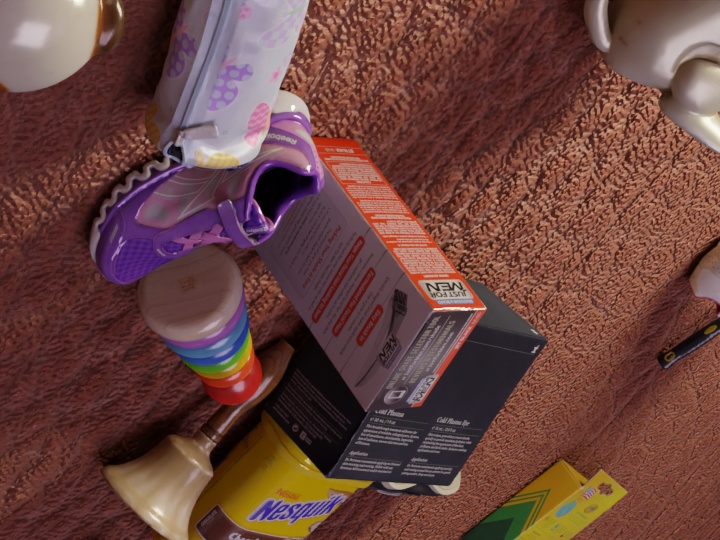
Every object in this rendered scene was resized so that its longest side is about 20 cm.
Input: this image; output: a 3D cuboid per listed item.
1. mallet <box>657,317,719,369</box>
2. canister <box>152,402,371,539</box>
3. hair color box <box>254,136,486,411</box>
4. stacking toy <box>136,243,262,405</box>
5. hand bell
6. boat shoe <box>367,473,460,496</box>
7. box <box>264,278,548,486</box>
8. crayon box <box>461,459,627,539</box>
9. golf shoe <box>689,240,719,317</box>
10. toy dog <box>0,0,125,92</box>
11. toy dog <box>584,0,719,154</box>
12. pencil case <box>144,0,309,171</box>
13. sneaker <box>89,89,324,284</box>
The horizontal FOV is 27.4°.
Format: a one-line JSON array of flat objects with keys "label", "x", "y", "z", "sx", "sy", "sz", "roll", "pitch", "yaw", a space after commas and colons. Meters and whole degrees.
[{"label": "mallet", "x": 0.440, "y": 0.049, "z": 1.771, "sx": 0.200, "sy": 0.066, "sz": 0.041, "roll": -29, "pitch": 158, "yaw": 17}, {"label": "canister", "x": -0.092, "y": 0.224, "z": 1.463, "sx": 0.200, "sy": 0.087, "sz": 0.148, "roll": -45, "pitch": 145, "yaw": 17}, {"label": "hair color box", "x": 0.000, "y": 0.000, "z": 1.156, "sx": 0.064, "sy": 0.200, "sz": 0.111, "roll": -1, "pitch": 134, "yaw": -41}, {"label": "stacking toy", "x": -0.121, "y": 0.056, "z": 1.239, "sx": 0.085, "sy": 0.085, "sz": 0.200, "roll": -31, "pitch": 152, "yaw": -7}, {"label": "hand bell", "x": -0.132, "y": 0.142, "z": 1.346, "sx": 0.200, "sy": 0.104, "sz": 0.104, "roll": -48, "pitch": 147, "yaw": -4}, {"label": "boat shoe", "x": 0.050, "y": 0.210, "z": 1.608, "sx": 0.068, "sy": 0.072, "sz": 0.200, "roll": -9, "pitch": 167, "yaw": 30}, {"label": "box", "x": 0.046, "y": 0.097, "z": 1.382, "sx": 0.200, "sy": 0.104, "sz": 0.182, "roll": 15, "pitch": 113, "yaw": -51}, {"label": "crayon box", "x": 0.240, "y": 0.318, "z": 1.908, "sx": 0.200, "sy": 0.051, "sz": 0.127, "roll": -39, "pitch": 147, "yaw": 6}, {"label": "golf shoe", "x": 0.462, "y": 0.035, "z": 1.688, "sx": 0.200, "sy": 0.075, "sz": 0.092, "roll": 36, "pitch": 124, "yaw": -18}, {"label": "toy dog", "x": -0.187, "y": -0.189, "z": 0.771, "sx": 0.139, "sy": 0.194, "sz": 0.200, "roll": -33, "pitch": 143, "yaw": -26}, {"label": "toy dog", "x": 0.298, "y": -0.232, "z": 1.207, "sx": 0.194, "sy": 0.140, "sz": 0.200, "roll": 32, "pitch": 115, "yaw": -16}, {"label": "pencil case", "x": -0.085, "y": -0.162, "z": 0.983, "sx": 0.091, "sy": 0.083, "sz": 0.200, "roll": -33, "pitch": 154, "yaw": -48}, {"label": "sneaker", "x": -0.109, "y": -0.048, "z": 1.103, "sx": 0.200, "sy": 0.089, "sz": 0.080, "roll": -35, "pitch": 148, "yaw": 1}]
